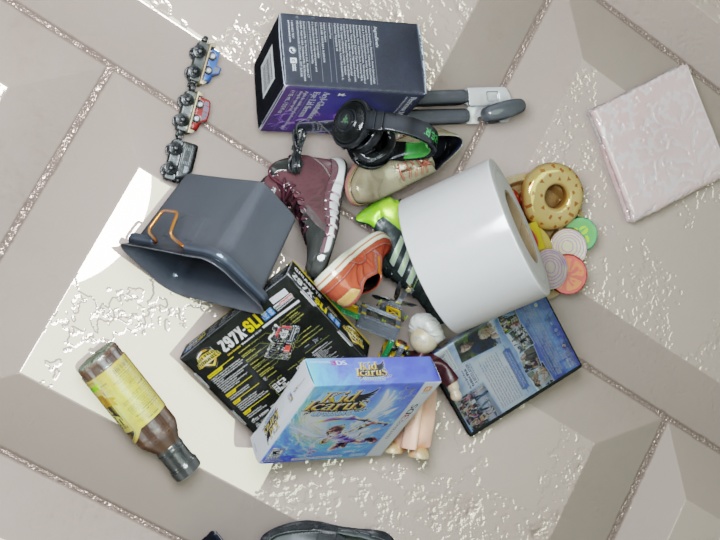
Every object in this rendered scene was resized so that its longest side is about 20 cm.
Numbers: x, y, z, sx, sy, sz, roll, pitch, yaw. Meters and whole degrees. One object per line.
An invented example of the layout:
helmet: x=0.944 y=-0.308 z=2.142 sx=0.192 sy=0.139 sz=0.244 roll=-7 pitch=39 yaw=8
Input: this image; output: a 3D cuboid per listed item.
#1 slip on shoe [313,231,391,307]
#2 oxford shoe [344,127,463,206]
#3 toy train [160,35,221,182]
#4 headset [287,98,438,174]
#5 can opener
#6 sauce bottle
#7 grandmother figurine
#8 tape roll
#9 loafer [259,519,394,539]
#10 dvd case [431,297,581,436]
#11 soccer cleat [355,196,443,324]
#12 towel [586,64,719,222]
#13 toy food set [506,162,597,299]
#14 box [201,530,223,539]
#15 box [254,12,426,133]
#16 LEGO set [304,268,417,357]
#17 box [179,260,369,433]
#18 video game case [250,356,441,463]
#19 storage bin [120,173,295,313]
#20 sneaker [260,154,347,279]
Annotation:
slip on shoe: x=0.000 y=0.000 z=1.395 sx=0.074 sy=0.200 sz=0.061 roll=-42 pitch=89 yaw=23
oxford shoe: x=0.061 y=-0.150 z=1.479 sx=0.200 sy=0.074 sz=0.071 roll=-38 pitch=117 yaw=-32
toy train: x=-0.224 y=-0.215 z=1.431 sx=0.045 sy=0.034 sz=0.202 roll=15 pitch=85 yaw=-22
headset: x=0.002 y=-0.164 z=1.400 sx=0.198 sy=0.123 sz=0.095 roll=7 pitch=79 yaw=19
can opener: x=0.146 y=-0.238 z=1.536 sx=0.199 sy=0.067 sz=0.054 roll=-7 pitch=93 yaw=-29
sauce bottle: x=-0.284 y=0.188 z=1.389 sx=0.065 sy=0.065 sz=0.201 roll=-39 pitch=100 yaw=-15
grandmother figurine: x=0.084 y=0.160 z=1.500 sx=0.120 sy=0.061 sz=0.202 roll=7 pitch=95 yaw=8
tape roll: x=0.156 y=-0.033 z=1.451 sx=0.138 sy=0.203 sz=0.204 roll=-24 pitch=98 yaw=17
loafer: x=-0.040 y=0.383 z=1.468 sx=0.199 sy=0.070 sz=0.069 roll=7 pitch=87 yaw=-19
dvd case: x=0.209 y=0.133 z=1.557 sx=0.199 sy=0.018 sz=0.143 roll=-31 pitch=105 yaw=-4
soccer cleat: x=0.060 y=-0.007 z=1.517 sx=0.081 sy=0.068 sz=0.201 roll=-26 pitch=98 yaw=2
towel: x=0.464 y=-0.199 z=1.669 sx=0.199 sy=0.032 sz=0.192 roll=-26 pitch=97 yaw=-18
toy food set: x=0.261 y=-0.048 z=1.588 sx=0.199 sy=0.049 sz=0.199 roll=-22 pitch=97 yaw=-18
box: x=-0.156 y=0.460 z=1.386 sx=0.107 sy=0.148 sz=0.201 roll=-39 pitch=102 yaw=-15
box: x=-0.030 y=-0.258 z=1.429 sx=0.198 sy=0.148 sz=0.105 roll=0 pitch=74 yaw=-18
LEGO set: x=-0.029 y=0.070 z=1.472 sx=0.198 sy=0.116 sz=0.155 roll=16 pitch=114 yaw=-3
box: x=-0.112 y=0.107 z=1.402 sx=0.200 sy=0.049 sz=0.160 roll=-38 pitch=104 yaw=19
video game case: x=-0.020 y=0.185 z=1.405 sx=0.199 sy=0.182 sz=0.046 roll=2 pitch=48 yaw=-33
storage bin: x=-0.189 y=-0.049 z=1.355 sx=0.146 sy=0.199 sz=0.135 roll=48 pitch=62 yaw=-42
sneaker: x=-0.086 y=-0.079 z=1.438 sx=0.115 sy=0.076 sz=0.201 roll=13 pitch=50 yaw=-7
